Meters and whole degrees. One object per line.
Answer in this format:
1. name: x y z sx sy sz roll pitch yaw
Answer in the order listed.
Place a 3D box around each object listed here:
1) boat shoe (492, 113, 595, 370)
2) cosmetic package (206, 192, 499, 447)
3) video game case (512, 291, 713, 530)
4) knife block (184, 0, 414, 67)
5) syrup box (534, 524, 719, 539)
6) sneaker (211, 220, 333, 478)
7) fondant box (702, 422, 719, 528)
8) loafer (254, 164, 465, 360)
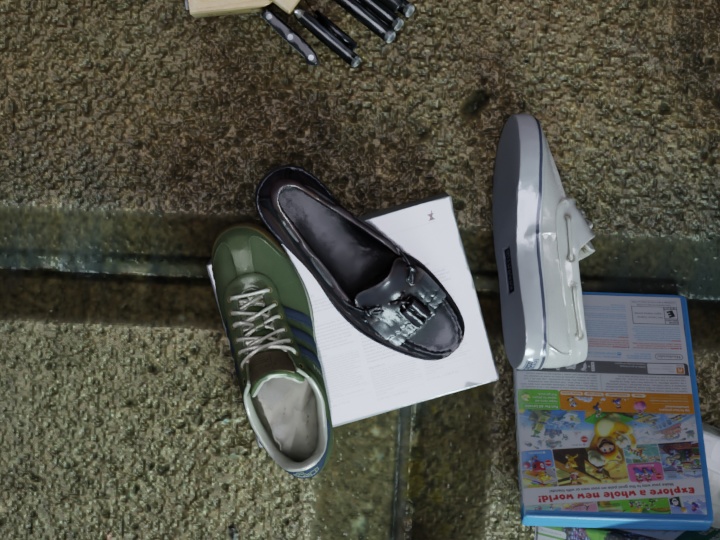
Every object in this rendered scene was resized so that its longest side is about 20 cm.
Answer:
1. boat shoe: 0.147 -0.023 1.267 0.069 0.071 0.201 0 76 -15
2. cosmetic package: -0.006 0.038 1.288 0.199 0.052 0.152 -15 98 0
3. video game case: 0.190 0.104 1.258 0.142 0.018 0.201 2 55 -3
4. knife block: -0.051 -0.252 1.247 0.174 0.064 0.201 -7 97 -2
5. syrup box: 0.233 0.233 1.219 0.199 0.079 0.082 8 101 31
6. sneaker: -0.063 0.061 1.219 0.067 0.090 0.201 -17 95 1
7. fondant box: 0.277 0.232 1.320 0.144 0.058 0.201 21 97 -5
8. loafer: 0.000 0.000 1.226 0.200 0.063 0.072 42 90 -8
